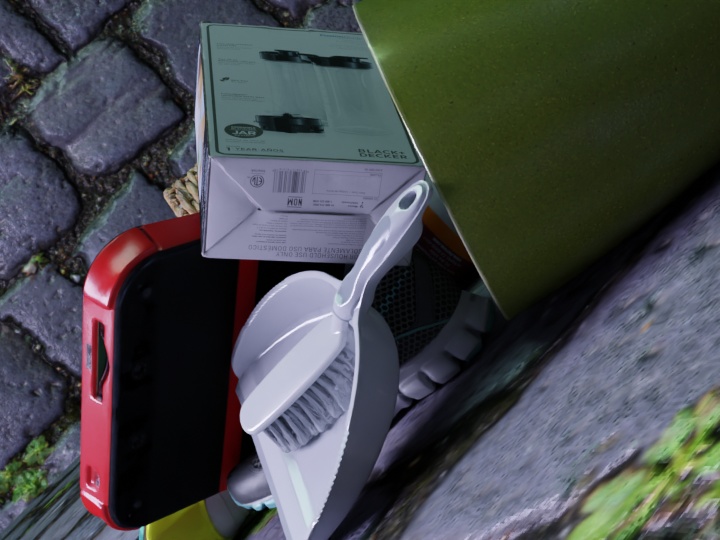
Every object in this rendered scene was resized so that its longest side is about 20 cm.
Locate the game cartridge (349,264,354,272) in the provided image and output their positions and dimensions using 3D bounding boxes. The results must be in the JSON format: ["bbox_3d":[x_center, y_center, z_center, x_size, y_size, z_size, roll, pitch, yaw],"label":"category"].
[{"bbox_3d":[-0.061,0.034,0.882,0.200,0.134,0.041,-5,-13,34],"label":"game cartridge"}]

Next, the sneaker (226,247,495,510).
[{"bbox_3d":[-0.017,0.060,0.747,0.200,0.091,0.078,-43,6,10],"label":"sneaker"}]

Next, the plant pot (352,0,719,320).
[{"bbox_3d":[0.126,-0.101,0.651,0.200,0.188,0.187,-26,8,7],"label":"plant pot"}]

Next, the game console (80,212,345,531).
[{"bbox_3d":[-0.085,0.052,0.739,0.177,0.031,0.201,-20,-50,-40],"label":"game console"}]

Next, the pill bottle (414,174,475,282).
[{"bbox_3d":[0.000,0.000,0.943,0.200,0.113,0.113,-42,6,17],"label":"pill bottle"}]

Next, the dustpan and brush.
[{"bbox_3d":[-0.012,0.035,0.625,0.200,0.057,0.140,-49,43,23],"label":"dustpan and brush"}]

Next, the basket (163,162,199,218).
[{"bbox_3d":[-0.043,-0.035,1.074,0.149,0.200,0.143,-42,48,1],"label":"basket"}]

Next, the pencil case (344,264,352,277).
[{"bbox_3d":[-0.063,0.013,0.810,0.200,0.083,0.091,-57,-24,5],"label":"pencil case"}]

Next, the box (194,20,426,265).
[{"bbox_3d":[-0.036,-0.080,0.716,0.200,0.116,0.060,-106,21,-58],"label":"box"}]

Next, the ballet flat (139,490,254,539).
[{"bbox_3d":[-0.090,0.139,0.849,0.067,0.067,0.200,-20,12,17],"label":"ballet flat"}]
